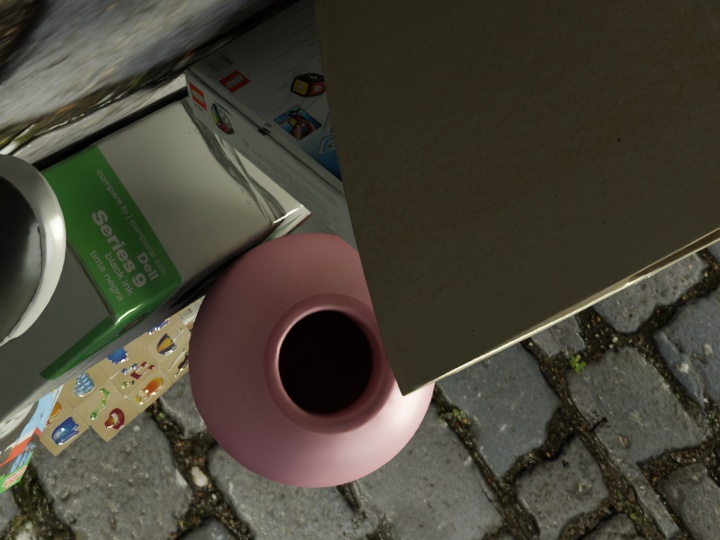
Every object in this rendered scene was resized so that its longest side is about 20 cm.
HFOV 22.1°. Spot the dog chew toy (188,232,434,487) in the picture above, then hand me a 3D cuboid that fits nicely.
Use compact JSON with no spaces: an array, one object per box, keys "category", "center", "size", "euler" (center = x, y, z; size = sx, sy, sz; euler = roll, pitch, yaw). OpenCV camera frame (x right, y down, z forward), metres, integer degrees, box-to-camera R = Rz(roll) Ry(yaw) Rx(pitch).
[{"category":"dog chew toy","center":[-0.033,0.045,0.960],"size":[0.124,0.125,0.200],"euler":[-34,-175,-9]}]

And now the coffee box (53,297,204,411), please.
[{"category":"coffee box","center":[-0.182,0.032,1.394],"size":[0.199,0.080,0.113],"euler":[-34,179,-19]}]

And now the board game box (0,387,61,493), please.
[{"category":"board game box","center":[-0.233,0.078,1.129],"size":[0.151,0.036,0.201],"euler":[-34,155,-57]}]

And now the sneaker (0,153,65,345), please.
[{"category":"sneaker","center":[-0.195,0.026,0.705],"size":[0.199,0.071,0.099],"euler":[-30,-173,37]}]

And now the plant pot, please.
[{"category":"plant pot","center":[0.097,-0.091,0.712],"size":[0.199,0.178,0.199],"euler":[-32,173,38]}]

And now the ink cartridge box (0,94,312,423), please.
[{"category":"ink cartridge box","center":[-0.110,-0.021,0.954],"size":[0.199,0.084,0.146],"euler":[-34,178,-42]}]

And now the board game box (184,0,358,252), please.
[{"category":"board game box","center":[0.033,-0.102,0.874],"size":[0.199,0.126,0.035],"euler":[-34,143,-23]}]

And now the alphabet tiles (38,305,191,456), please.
[{"category":"alphabet tiles","center":[-0.176,0.049,1.294],"size":[0.167,0.008,0.200],"euler":[-41,151,-8]}]

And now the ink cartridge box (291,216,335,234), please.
[{"category":"ink cartridge box","center":[0.000,0.000,1.074],"size":[0.047,0.146,0.201],"euler":[1,126,-23]}]
